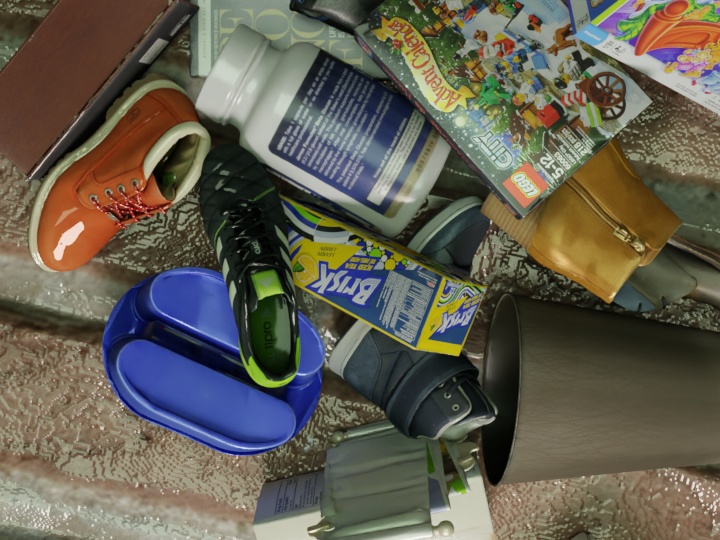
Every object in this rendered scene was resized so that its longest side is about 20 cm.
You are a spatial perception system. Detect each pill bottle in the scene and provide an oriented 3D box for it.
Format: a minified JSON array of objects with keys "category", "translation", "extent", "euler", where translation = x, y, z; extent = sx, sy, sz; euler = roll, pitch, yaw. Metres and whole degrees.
[{"category":"pill bottle","translation":[-0.031,-0.121,0.908],"extent":[0.200,0.111,0.111],"euler":[29,97,-7]}]

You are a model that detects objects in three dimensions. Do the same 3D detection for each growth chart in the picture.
[{"category":"growth chart","translation":[0.029,0.172,0.915],"extent":[0.145,0.200,0.018],"euler":[-9,111,10]}]

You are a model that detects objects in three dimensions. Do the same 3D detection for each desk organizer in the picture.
[{"category":"desk organizer","translation":[-0.237,-0.176,0.922],"extent":[0.077,0.072,0.200],"euler":[43,100,-2]}]

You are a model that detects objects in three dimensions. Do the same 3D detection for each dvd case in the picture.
[{"category":"dvd case","translation":[-0.050,-0.242,0.946],"extent":[0.200,0.016,0.149],"euler":[1,98,1]}]

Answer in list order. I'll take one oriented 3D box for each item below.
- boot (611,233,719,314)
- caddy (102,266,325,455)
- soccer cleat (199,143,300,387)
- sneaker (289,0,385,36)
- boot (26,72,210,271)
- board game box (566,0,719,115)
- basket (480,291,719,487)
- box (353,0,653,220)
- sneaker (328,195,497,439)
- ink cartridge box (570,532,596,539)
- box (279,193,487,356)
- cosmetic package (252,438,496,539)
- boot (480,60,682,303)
[{"category":"boot","translation":[0.268,0.015,0.947],"extent":[0.200,0.075,0.097],"euler":[41,95,7]},{"category":"caddy","translation":[-0.125,0.078,0.945],"extent":[0.200,0.105,0.141],"euler":[26,76,-9]},{"category":"soccer cleat","translation":[-0.081,-0.005,0.860],"extent":[0.067,0.081,0.200],"euler":[-13,92,-14]},{"category":"sneaker","translation":[-0.041,-0.275,0.897],"extent":[0.200,0.073,0.112],"euler":[41,93,-6]},{"category":"boot","translation":[-0.205,-0.066,0.917],"extent":[0.200,0.107,0.075],"euler":[-51,135,8]},{"category":"board game box","translation":[0.277,-0.197,0.830],"extent":[0.200,0.134,0.045],"euler":[18,54,-32]},{"category":"basket","translation":[0.216,0.105,0.930],"extent":[0.200,0.136,0.180],"euler":[1,122,-4]},{"category":"box","translation":[0.111,-0.159,0.858],"extent":[0.137,0.038,0.200],"euler":[-42,88,0]},{"category":"sneaker","translation":[0.080,0.051,0.922],"extent":[0.146,0.077,0.202],"euler":[43,106,31]},{"category":"ink cartridge box","translation":[0.180,0.361,0.987],"extent":[0.200,0.083,0.145],"euler":[-42,95,5]},{"category":"box","translation":[0.000,0.000,0.898],"extent":[0.200,0.070,0.064],"euler":[28,99,36]},{"category":"cosmetic package","translation":[0.014,0.223,0.962],"extent":[0.200,0.103,0.087],"euler":[-12,100,3]},{"category":"boot","translation":[0.209,-0.082,0.908],"extent":[0.144,0.071,0.201],"euler":[33,78,9]}]
